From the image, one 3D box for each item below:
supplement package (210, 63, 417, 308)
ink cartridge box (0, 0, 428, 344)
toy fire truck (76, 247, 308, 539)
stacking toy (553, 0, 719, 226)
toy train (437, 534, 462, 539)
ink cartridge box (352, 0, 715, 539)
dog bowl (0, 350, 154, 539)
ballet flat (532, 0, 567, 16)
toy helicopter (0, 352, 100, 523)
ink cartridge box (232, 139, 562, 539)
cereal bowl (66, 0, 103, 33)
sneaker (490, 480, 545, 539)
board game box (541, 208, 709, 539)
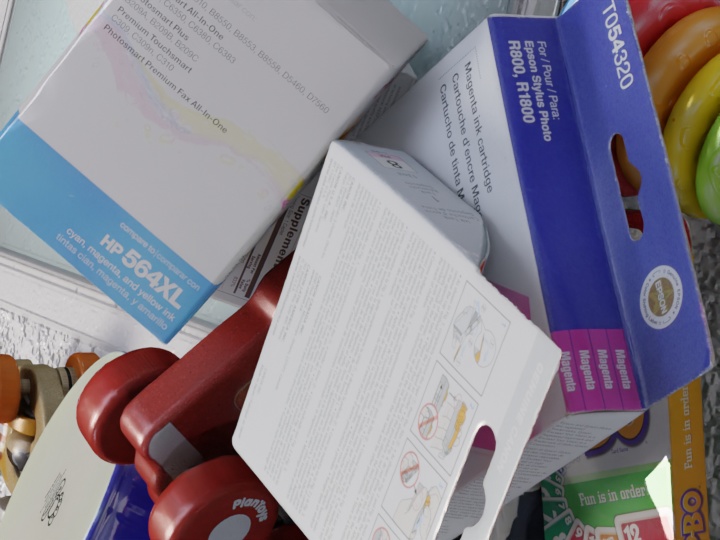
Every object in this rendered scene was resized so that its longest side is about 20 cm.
[{"bbox_3d":[-0.060,-0.087,1.214,0.200,0.110,0.157,-112,44,-67],"label":"supplement package"},{"bbox_3d":[-0.066,-0.090,1.031,0.200,0.125,0.129,-48,2,16],"label":"ink cartridge box"},{"bbox_3d":[-0.040,0.087,1.136,0.168,0.200,0.112,-39,52,-1],"label":"toy fire truck"},{"bbox_3d":[0.178,-0.055,0.961,0.200,0.109,0.117,37,108,39],"label":"stacking toy"},{"bbox_3d":[0.024,0.122,1.029,0.056,0.042,0.202,-23,66,32],"label":"toy train"},{"bbox_3d":[0.061,-0.006,0.959,0.200,0.043,0.198,-42,50,47],"label":"ink cartridge box"},{"bbox_3d":[-0.153,0.154,1.298,0.200,0.078,0.201,-51,23,32],"label":"dog bowl"},{"bbox_3d":[0.100,-0.082,1.100,0.069,0.069,0.202,16,89,54],"label":"ballet flat"},{"bbox_3d":[-0.243,0.130,1.506,0.200,0.078,0.134,-14,78,62],"label":"toy helicopter"},{"bbox_3d":[0.023,0.058,0.929,0.200,0.057,0.164,41,119,47],"label":"ink cartridge box"},{"bbox_3d":[-0.145,-0.228,1.446,0.199,0.083,0.202,-21,63,50],"label":"cereal bowl"},{"bbox_3d":[0.046,0.111,1.093,0.129,0.079,0.201,6,95,45],"label":"sneaker"},{"bbox_3d":[0.121,0.072,1.002,0.095,0.030,0.202,6,101,54],"label":"board game box"}]
